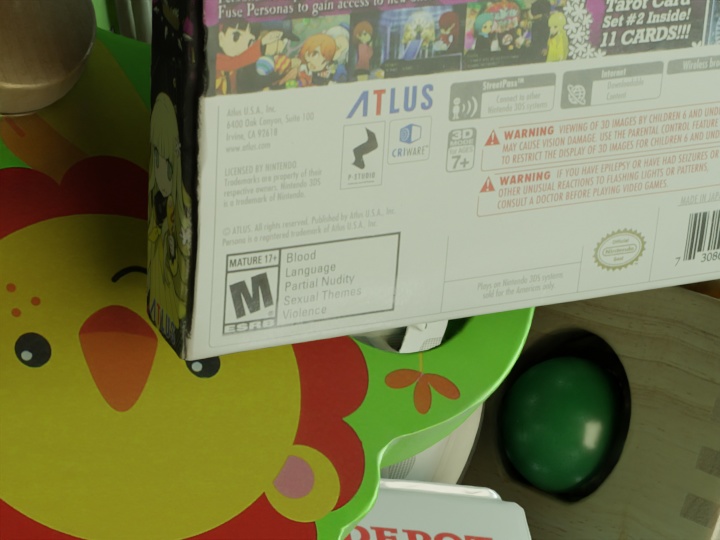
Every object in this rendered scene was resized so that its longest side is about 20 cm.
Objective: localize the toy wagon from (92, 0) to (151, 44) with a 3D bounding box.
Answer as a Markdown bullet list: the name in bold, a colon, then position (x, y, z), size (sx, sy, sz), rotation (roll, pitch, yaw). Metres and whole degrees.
- **toy wagon**: position (-0.077, -0.066, 0.732), size (0.200, 0.040, 0.156), rotation (-24, 118, -35)

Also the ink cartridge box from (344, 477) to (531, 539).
- **ink cartridge box**: position (-0.011, 0.163, 0.701), size (0.146, 0.200, 0.083), rotation (7, 135, -19)

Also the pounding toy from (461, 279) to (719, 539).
- **pounding toy**: position (0.126, 0.040, 0.844), size (0.200, 0.184, 0.143), rotation (15, 93, -43)

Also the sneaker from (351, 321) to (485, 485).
- **sneaker**: position (0.000, 0.000, 0.776), size (0.115, 0.075, 0.201), rotation (34, 75, -60)

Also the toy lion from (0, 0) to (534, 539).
- **toy lion**: position (-0.043, 0.012, 0.628), size (0.199, 0.069, 0.192), rotation (-1, 65, -22)

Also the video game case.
- **video game case**: position (0.044, -0.077, 0.587), size (0.199, 0.036, 0.182), rotation (-9, 116, -24)
